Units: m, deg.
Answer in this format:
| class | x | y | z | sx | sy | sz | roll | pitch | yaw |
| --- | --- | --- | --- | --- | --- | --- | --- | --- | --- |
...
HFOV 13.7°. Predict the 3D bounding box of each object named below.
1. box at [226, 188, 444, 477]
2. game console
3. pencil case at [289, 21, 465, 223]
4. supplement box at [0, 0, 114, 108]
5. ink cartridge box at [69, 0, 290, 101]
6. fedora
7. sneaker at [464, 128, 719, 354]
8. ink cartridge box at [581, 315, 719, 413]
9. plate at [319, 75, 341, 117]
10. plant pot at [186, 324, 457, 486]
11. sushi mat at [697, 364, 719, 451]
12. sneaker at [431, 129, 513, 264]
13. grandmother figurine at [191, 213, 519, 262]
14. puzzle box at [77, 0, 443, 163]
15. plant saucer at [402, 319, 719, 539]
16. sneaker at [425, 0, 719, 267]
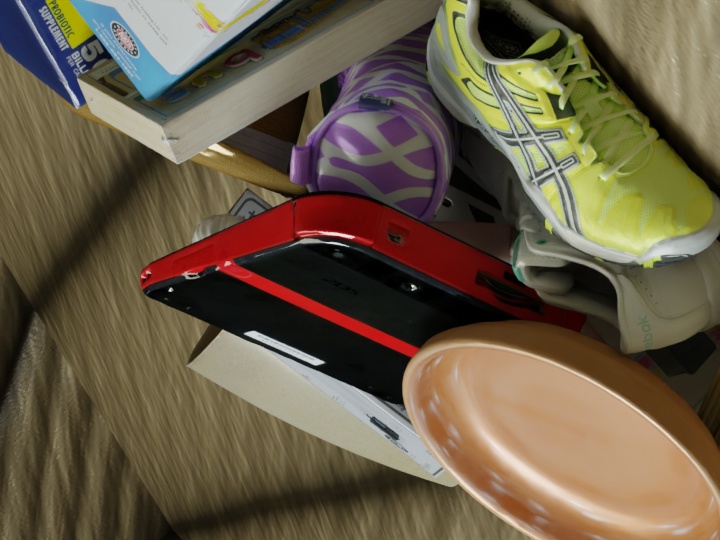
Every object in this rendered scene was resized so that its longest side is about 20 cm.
| class | x | y | z | sx | sy | sz | roll | pitch | yaw |
| --- | --- | --- | --- | --- | --- | --- | --- | --- | --- |
| box | -0.011 | 0.040 | 1.831 | 0.200 | 0.060 | 0.117 | 36 | 171 | 2 |
| game console | 0.005 | 0.017 | 1.640 | 0.199 | 0.031 | 0.176 | 25 | 154 | -33 |
| pencil case | 0.015 | -0.080 | 1.665 | 0.200 | 0.085 | 0.085 | -65 | -26 | -71 |
| supplement box | -0.129 | -0.207 | 1.736 | 0.109 | 0.200 | 0.109 | 36 | 160 | 51 |
| ink cartridge box | -0.072 | -0.211 | 1.549 | 0.147 | 0.146 | 0.200 | 52 | 153 | -1 |
| fedora | -0.086 | -0.103 | 1.791 | 0.199 | 0.082 | 0.201 | 21 | -179 | 0 |
| sneaker | 0.106 | -0.025 | 1.600 | 0.200 | 0.088 | 0.076 | 40 | 147 | 39 |
| ink cartridge box | 0.161 | 0.044 | 1.705 | 0.200 | 0.067 | 0.117 | 50 | 168 | 7 |
| plate | 0.003 | -0.058 | 1.878 | 0.200 | 0.025 | 0.202 | -16 | -90 | -85 |
| plant pot | 0.013 | 0.053 | 2.081 | 0.200 | 0.188 | 0.187 | 39 | 169 | -6 |
| sushi mat | 0.219 | 0.092 | 1.575 | 0.096 | 0.012 | 0.201 | 41 | 143 | 19 |
| sneaker | 0.041 | -0.063 | 1.801 | 0.200 | 0.088 | 0.074 | 51 | 169 | 10 |
| grandmother figurine | 0.000 | 0.000 | 1.741 | 0.061 | 0.198 | 0.122 | -118 | 34 | -84 |
| puzzle box | -0.048 | -0.130 | 1.664 | 0.133 | 0.199 | 0.026 | 29 | 146 | 59 |
| plant saucer | 0.117 | 0.092 | 1.612 | 0.199 | 0.038 | 0.201 | 26 | 152 | 15 |
| sneaker | 0.105 | -0.077 | 1.554 | 0.200 | 0.075 | 0.077 | 41 | 156 | 23 |
